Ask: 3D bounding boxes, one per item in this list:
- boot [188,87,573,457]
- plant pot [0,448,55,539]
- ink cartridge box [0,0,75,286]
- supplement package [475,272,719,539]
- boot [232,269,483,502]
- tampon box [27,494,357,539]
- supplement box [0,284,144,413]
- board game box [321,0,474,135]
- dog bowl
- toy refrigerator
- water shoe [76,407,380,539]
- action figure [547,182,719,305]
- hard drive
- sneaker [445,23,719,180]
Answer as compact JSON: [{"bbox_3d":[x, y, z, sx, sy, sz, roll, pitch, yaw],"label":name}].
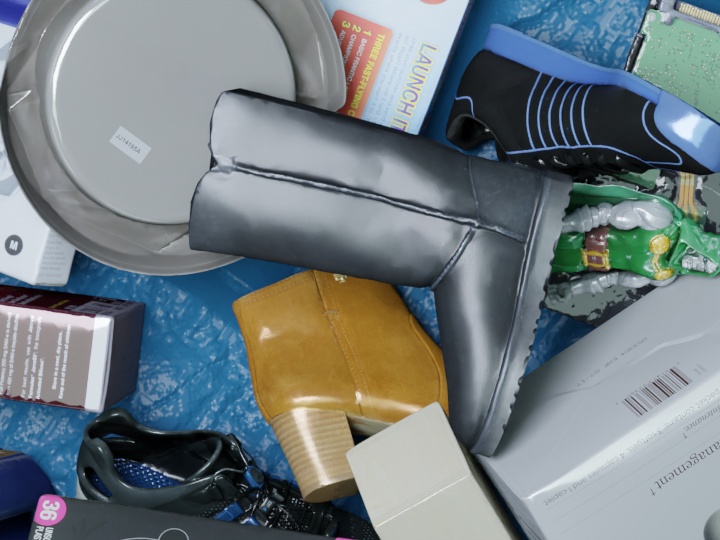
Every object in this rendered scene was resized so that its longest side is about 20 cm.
[{"bbox_3d":[0.000,-0.001,1.289,0.199,0.066,0.165,15,83,0],"label":"boot"},{"bbox_3d":[-0.284,0.195,1.395,0.199,0.200,0.180,3,88,6],"label":"plant pot"},{"bbox_3d":[-0.240,-0.113,1.413,0.199,0.041,0.201,17,95,24],"label":"ink cartridge box"},{"bbox_3d":[0.196,0.132,1.326,0.191,0.147,0.200,-33,109,-2],"label":"supplement package"},{"bbox_3d":[0.032,0.051,1.415,0.201,0.071,0.144,-10,68,-17],"label":"boot"},{"bbox_3d":[-0.091,0.229,1.307,0.199,0.126,0.150,7,59,7],"label":"tampon box"},{"bbox_3d":[-0.239,0.039,1.419,0.199,0.109,0.061,7,94,4],"label":"supplement box"},{"bbox_3d":[-0.046,-0.139,1.414,0.195,0.056,0.201,22,96,3],"label":"board game box"},{"bbox_3d":[-0.110,-0.100,1.338,0.199,0.059,0.201,-2,100,-13],"label":"dog bowl"},{"bbox_3d":[0.066,0.180,1.367,0.070,0.076,0.200,-29,124,3],"label":"toy refrigerator"},{"bbox_3d":[-0.076,0.141,1.391,0.199,0.072,0.079,14,137,7],"label":"water shoe"},{"bbox_3d":[0.116,-0.019,1.353,0.199,0.118,0.055,4,52,20],"label":"action figure"},{"bbox_3d":[0.204,-0.049,1.406,0.139,0.038,0.201,20,96,4],"label":"hard drive"},{"bbox_3d":[0.131,-0.078,1.355,0.200,0.070,0.078,28,91,47],"label":"sneaker"}]
